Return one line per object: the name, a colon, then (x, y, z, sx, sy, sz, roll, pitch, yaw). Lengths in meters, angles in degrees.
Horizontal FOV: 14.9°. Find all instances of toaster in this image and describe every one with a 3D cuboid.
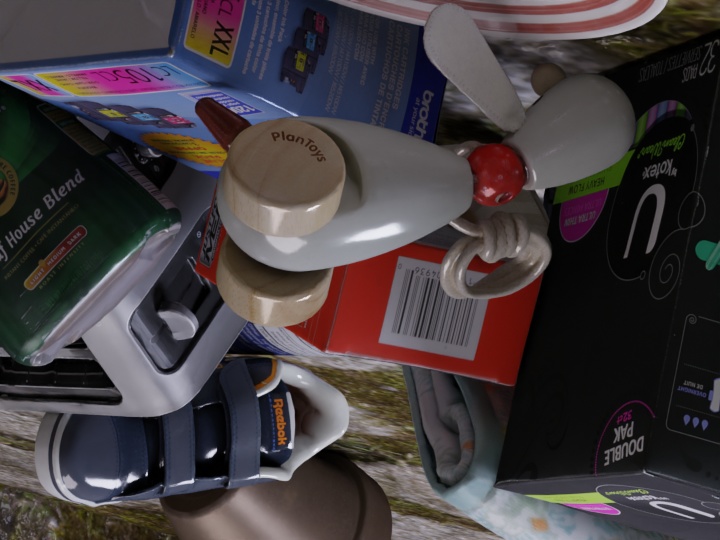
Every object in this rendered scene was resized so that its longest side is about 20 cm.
toaster: (-0.174, -0.025, 1.461, 0.200, 0.119, 0.181, 1, 137, 34)

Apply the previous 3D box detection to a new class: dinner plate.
dinner plate: (0.027, -0.137, 1.104, 0.200, 0.024, 0.200, 11, 168, 2)

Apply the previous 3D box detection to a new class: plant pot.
plant pot: (-0.095, 0.229, 2.606, 0.200, 0.200, 0.175, 1, 145, 42)

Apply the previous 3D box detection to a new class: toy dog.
toy dog: (0.009, -0.053, 1.177, 0.200, 0.096, 0.132, -7, 145, -40)

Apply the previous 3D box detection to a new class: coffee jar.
coffee jar: (-0.186, -0.058, 1.298, 0.200, 0.104, 0.085, 45, -172, 5)

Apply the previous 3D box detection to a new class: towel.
towel: (0.103, 0.090, 1.382, 0.171, 0.048, 0.200, 29, -157, -20)

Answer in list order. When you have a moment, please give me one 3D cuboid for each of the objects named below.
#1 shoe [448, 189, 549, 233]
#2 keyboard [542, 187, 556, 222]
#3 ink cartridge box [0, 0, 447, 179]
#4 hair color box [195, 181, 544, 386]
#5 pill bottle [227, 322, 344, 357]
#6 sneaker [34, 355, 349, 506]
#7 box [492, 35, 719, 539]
shoe: (0.095, 0.004, 1.379, 0.200, 0.053, 0.070, 56, 179, 45)
keyboard: (0.177, 0.016, 1.402, 0.200, 0.021, 0.127, 20, 132, 35)
ink cartridge box: (-0.053, -0.094, 1.265, 0.136, 0.076, 0.200, 0, 165, 44)
hair color box: (0.000, 0.000, 1.339, 0.101, 0.061, 0.200, 11, -173, -22)
pill bottle: (-0.018, -0.007, 1.539, 0.200, 0.111, 0.111, -1, 163, 45)
sneaker: (-0.089, 0.085, 1.539, 0.079, 0.079, 0.200, 6, -166, 40)
box: (0.162, 0.015, 1.245, 0.124, 0.200, 0.149, 16, 168, -21)
